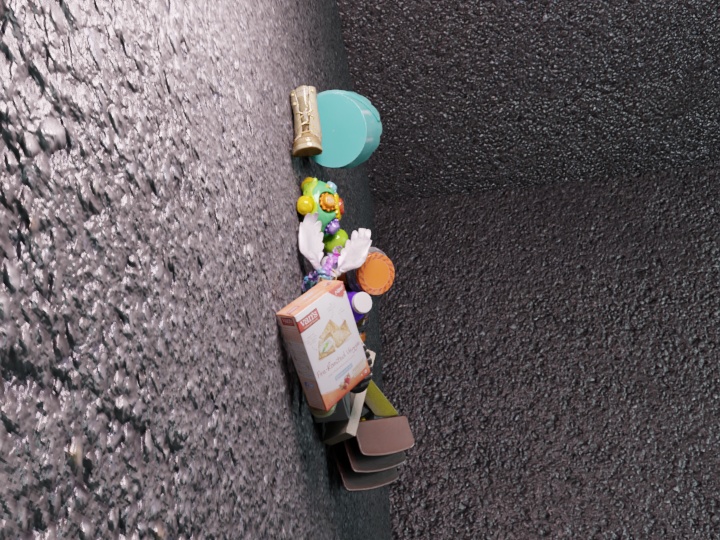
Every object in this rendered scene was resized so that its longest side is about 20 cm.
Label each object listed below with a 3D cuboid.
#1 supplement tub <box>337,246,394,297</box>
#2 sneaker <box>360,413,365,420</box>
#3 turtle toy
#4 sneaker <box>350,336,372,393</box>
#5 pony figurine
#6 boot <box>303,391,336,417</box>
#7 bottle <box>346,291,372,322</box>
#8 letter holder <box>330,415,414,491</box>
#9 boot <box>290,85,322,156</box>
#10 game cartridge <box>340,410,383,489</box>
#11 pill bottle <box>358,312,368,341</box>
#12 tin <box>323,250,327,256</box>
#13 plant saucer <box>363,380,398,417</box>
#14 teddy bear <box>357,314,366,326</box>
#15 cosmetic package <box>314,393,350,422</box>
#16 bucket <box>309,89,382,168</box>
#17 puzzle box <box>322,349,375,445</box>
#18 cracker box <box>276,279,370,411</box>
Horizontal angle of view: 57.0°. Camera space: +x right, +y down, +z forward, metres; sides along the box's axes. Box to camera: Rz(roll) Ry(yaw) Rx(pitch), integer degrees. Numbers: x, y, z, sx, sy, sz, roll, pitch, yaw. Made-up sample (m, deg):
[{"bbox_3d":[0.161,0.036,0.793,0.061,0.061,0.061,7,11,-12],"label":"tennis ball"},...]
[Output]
[{"bbox_3d":[0.000,0.000,1.627,0.199,0.120,0.126,-166,-113,-66],"label":"supplement tub"},{"bbox_3d":[-0.024,0.402,1.789,0.202,0.080,0.079,-91,172,-52],"label":"sneaker"},{"bbox_3d":[-0.086,-0.125,1.570,0.147,0.099,0.204,-87,170,-59],"label":"turtle toy"},{"bbox_3d":[-0.026,0.159,1.409,0.090,0.077,0.204,-166,-120,-84],"label":"sneaker"},{"bbox_3d":[-0.070,-0.006,1.481,0.201,0.163,0.197,111,-11,-64],"label":"pony figurine"},{"bbox_3d":[-0.095,0.173,1.315,0.156,0.070,0.203,78,3,-54],"label":"boot"},{"bbox_3d":[-0.037,0.093,1.571,0.199,0.064,0.085,-28,-126,60],"label":"bottle"},{"bbox_3d":[0.040,0.449,1.628,0.198,0.100,0.144,6,55,-46],"label":"letter holder"},{"bbox_3d":[-0.126,-0.343,1.522,0.200,0.071,0.159,-75,159,-81],"label":"boot"},{"bbox_3d":[0.001,0.476,1.763,0.133,0.041,0.202,-48,-161,37],"label":"game cartridge"},{"bbox_3d":[-0.031,0.107,1.912,0.106,0.104,0.205,-65,149,-80],"label":"pill bottle"},{"bbox_3d":[-0.068,-0.012,1.784,0.112,0.041,0.205,22,-58,62],"label":"tin"},{"bbox_3d":[-0.002,0.303,1.749,0.201,0.048,0.200,52,-12,-10],"label":"plant saucer"},{"bbox_3d":[-0.027,0.124,1.765,0.147,0.066,0.200,-58,172,-8],"label":"teddy bear"},{"bbox_3d":[-0.067,0.227,1.490,0.202,0.088,0.108,-84,165,-51],"label":"cosmetic package"},{"bbox_3d":[-0.054,-0.356,1.683,0.135,0.202,0.212,-42,126,-73],"label":"bucket"},{"bbox_3d":[-0.026,0.292,1.529,0.133,0.025,0.203,-40,-151,56],"label":"puzzle box"},{"bbox_3d":[-0.065,0.138,1.241,0.133,0.057,0.204,-35,117,-39],"label":"cracker box"}]
